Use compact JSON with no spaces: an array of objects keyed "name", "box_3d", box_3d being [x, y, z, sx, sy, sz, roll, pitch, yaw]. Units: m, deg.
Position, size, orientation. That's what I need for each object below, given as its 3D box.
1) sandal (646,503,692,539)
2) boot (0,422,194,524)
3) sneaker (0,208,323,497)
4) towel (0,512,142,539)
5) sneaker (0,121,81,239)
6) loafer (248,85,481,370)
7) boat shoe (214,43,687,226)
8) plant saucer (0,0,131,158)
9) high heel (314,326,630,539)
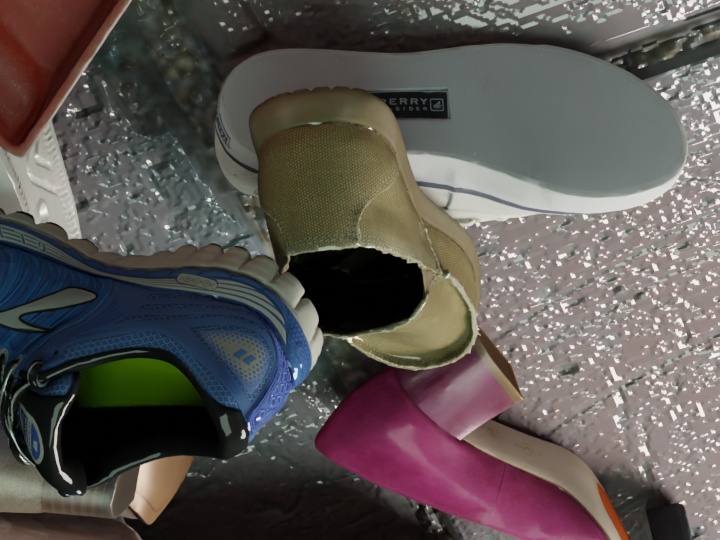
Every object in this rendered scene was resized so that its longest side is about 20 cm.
[{"name":"sandal","box_3d":[0.171,0.207,1.079,0.043,0.076,0.201,-14,119,7]},{"name":"boot","box_3d":[-0.157,0.066,0.898,0.145,0.200,0.071,14,93,8]},{"name":"sneaker","box_3d":[-0.119,0.032,0.760,0.199,0.089,0.079,3,128,20]},{"name":"towel","box_3d":[-0.190,0.108,0.908,0.199,0.191,0.032,15,93,-15]},{"name":"sneaker","box_3d":[-0.203,-0.057,0.822,0.146,0.081,0.201,-4,121,13]},{"name":"loafer","box_3d":[0.000,0.000,0.816,0.076,0.068,0.200,-5,153,18]},{"name":"boat shoe","box_3d":[0.036,-0.050,0.859,0.199,0.071,0.070,0,158,-9]},{"name":"plant saucer","box_3d":[-0.130,-0.171,0.682,0.200,0.037,0.200,50,135,6]},{"name":"high heel","box_3d":[0.066,0.119,0.995,0.096,0.067,0.200,-32,111,10]}]
